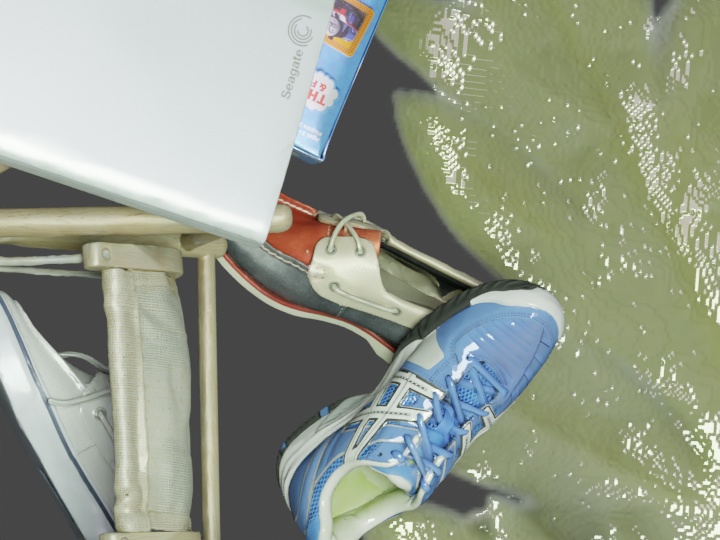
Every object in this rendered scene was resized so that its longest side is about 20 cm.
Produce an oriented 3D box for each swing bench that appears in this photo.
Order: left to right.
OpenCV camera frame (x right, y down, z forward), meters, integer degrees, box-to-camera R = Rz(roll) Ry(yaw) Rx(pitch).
[{"bbox_3d":[-0.143,0.068,1.316,0.200,0.130,0.199,1,82,-21],"label":"swing bench"}]

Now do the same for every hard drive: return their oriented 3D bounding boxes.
[{"bbox_3d":[-0.124,-0.104,1.268,0.200,0.027,0.132,19,79,-15],"label":"hard drive"}]

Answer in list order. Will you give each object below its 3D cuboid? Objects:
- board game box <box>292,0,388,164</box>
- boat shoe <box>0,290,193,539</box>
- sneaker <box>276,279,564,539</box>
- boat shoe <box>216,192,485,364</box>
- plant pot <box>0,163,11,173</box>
[{"bbox_3d":[-0.054,-0.182,1.466,0.151,0.037,0.200,24,82,-13],"label":"board game box"},{"bbox_3d":[-0.140,0.084,1.420,0.086,0.075,0.202,-31,100,-13],"label":"boat shoe"},{"bbox_3d":[0.039,0.085,1.427,0.076,0.077,0.200,36,111,-27],"label":"sneaker"},{"bbox_3d":[0.000,0.000,1.453,0.200,0.063,0.071,32,42,-16],"label":"boat shoe"},{"bbox_3d":[-0.245,-0.135,1.341,0.200,0.175,0.200,0,89,-15],"label":"plant pot"}]
